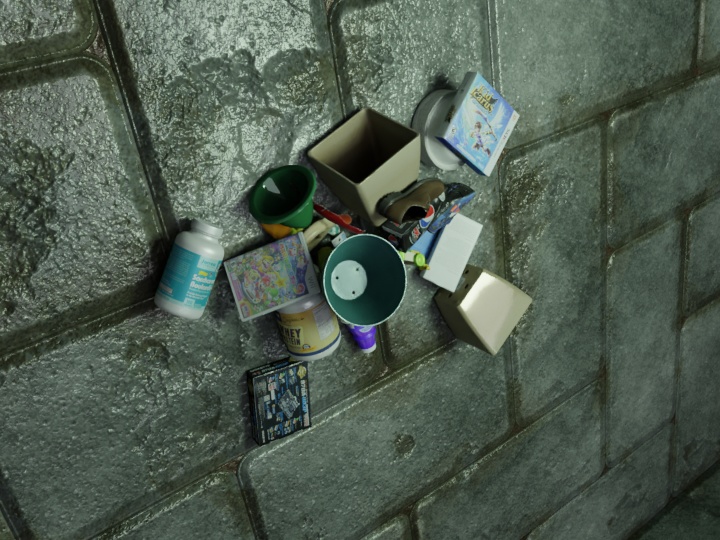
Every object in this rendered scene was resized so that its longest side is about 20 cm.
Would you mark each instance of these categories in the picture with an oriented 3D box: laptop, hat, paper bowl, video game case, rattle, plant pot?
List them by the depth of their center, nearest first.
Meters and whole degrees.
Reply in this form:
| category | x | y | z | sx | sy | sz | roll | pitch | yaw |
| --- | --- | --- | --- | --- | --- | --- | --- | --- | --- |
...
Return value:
| category | x | y | z | sx | sy | sz | roll | pitch | yaw |
| --- | --- | --- | --- | --- | --- | --- | --- | --- | --- |
| video game case | -0.201 | 0.015 | 1.477 | 0.196 | 0.018 | 0.146 | -20 | 84 | 6 |
| hat | -0.136 | -0.119 | 1.491 | 0.166 | 0.198 | 0.177 | -49 | 140 | -13 |
| plant pot | -0.008 | 0.022 | 1.502 | 0.195 | 0.134 | 0.205 | 0 | 90 | -19 |
| plant pot | 0.026 | -0.231 | 1.544 | 0.199 | 0.199 | 0.179 | -40 | 138 | -16 |
| rattle | -0.133 | -0.117 | 1.576 | 0.200 | 0.142 | 0.131 | -44 | 160 | -32 |
| video game case | 0.300 | -0.369 | 1.653 | 0.198 | 0.045 | 0.184 | 29 | 87 | -39 |
| paper bowl | 0.238 | -0.366 | 1.704 | 0.197 | 0.104 | 0.205 | -13 | 113 | -32 |
| laptop | 0.159 | -0.135 | 1.719 | 0.114 | 0.200 | 0.191 | 22 | 93 | 5 |
| plant pot | 0.335 | 0.091 | 1.881 | 0.177 | 0.199 | 0.201 | 41 | 81 | -26 |

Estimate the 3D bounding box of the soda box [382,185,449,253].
| category | x | y | z | sx | sy | sz | roll | pitch | yaw |
| --- | --- | --- | --- | --- | --- | --- | --- | --- | --- |
| soda box | 0.140 | -0.136 | 1.617 | 0.200 | 0.070 | 0.064 | -46 | 143 | -28 |

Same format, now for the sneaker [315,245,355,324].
| category | x | y | z | sx | sy | sz | roll | pitch | yaw |
| --- | --- | --- | --- | --- | --- | --- | --- | --- | --- |
| sneaker | -0.052 | 0.031 | 1.608 | 0.077 | 0.090 | 0.203 | -24 | 87 | -7 |

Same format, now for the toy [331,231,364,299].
| category | x | y | z | sx | sy | sz | roll | pitch | yaw |
| --- | --- | --- | --- | --- | --- | --- | --- | --- | --- |
| toy | 0.000 | 0.000 | 1.617 | 0.046 | 0.115 | 0.204 | -20 | 99 | 17 |

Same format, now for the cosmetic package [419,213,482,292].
| category | x | y | z | sx | sy | sz | roll | pitch | yaw |
| --- | --- | --- | --- | --- | --- | --- | --- | --- | --- |
| cosmetic package | 0.252 | -0.054 | 1.815 | 0.100 | 0.071 | 0.203 | 24 | 92 | -6 |

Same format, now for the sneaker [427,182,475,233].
| category | x | y | z | sx | sy | sz | roll | pitch | yaw |
| --- | --- | --- | --- | --- | --- | --- | --- | --- | --- |
| sneaker | 0.233 | -0.170 | 1.742 | 0.198 | 0.075 | 0.079 | -34 | 145 | -28 |

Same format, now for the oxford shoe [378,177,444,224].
| category | x | y | z | sx | sy | sz | roll | pitch | yaw |
| --- | --- | --- | --- | --- | --- | --- | --- | --- | --- |
| oxford shoe | 0.137 | -0.154 | 1.513 | 0.198 | 0.084 | 0.074 | -32 | 148 | -33 |

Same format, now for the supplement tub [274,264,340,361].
| category | x | y | z | sx | sy | sz | roll | pitch | yaw |
| --- | --- | --- | --- | --- | --- | --- | --- | --- | --- |
| supplement tub | -0.134 | 0.100 | 1.576 | 0.143 | 0.144 | 0.204 | -27 | 119 | -24 |

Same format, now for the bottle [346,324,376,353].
| category | x | y | z | sx | sy | sz | roll | pitch | yaw |
| --- | --- | --- | --- | --- | --- | --- | --- | --- | --- |
| bottle | -0.002 | 0.125 | 1.726 | 0.082 | 0.065 | 0.204 | -26 | 119 | -22 |

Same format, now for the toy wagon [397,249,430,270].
| category | x | y | z | sx | sy | sz | roll | pitch | yaw |
| --- | --- | --- | --- | --- | --- | --- | --- | --- | --- |
| toy wagon | 0.099 | -0.032 | 1.687 | 0.197 | 0.154 | 0.041 | 8 | 85 | -36 |

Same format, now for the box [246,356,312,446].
| category | x | y | z | sx | sy | sz | roll | pitch | yaw |
| --- | --- | --- | --- | --- | --- | --- | --- | --- | --- |
| box | -0.206 | 0.332 | 1.667 | 0.156 | 0.046 | 0.205 | -15 | 114 | -30 |

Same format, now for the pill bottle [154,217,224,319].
| category | x | y | z | sx | sy | sz | roll | pitch | yaw |
| --- | --- | --- | --- | --- | --- | --- | --- | --- | --- |
| pill bottle | -0.362 | -0.007 | 1.401 | 0.109 | 0.110 | 0.204 | 18 | 96 | -37 |
